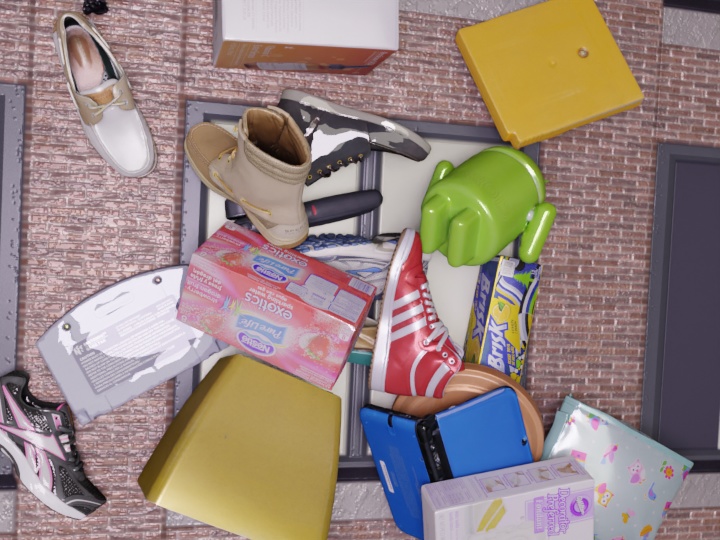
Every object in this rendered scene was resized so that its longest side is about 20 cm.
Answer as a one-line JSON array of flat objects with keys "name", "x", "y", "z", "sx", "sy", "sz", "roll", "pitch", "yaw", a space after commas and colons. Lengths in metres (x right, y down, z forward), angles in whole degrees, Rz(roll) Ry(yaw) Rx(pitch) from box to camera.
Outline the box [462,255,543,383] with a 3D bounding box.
[{"name": "box", "x": 0.181, "y": 0.082, "z": 1.055, "sx": 0.064, "sy": 0.070, "sz": 0.202, "roll": 12, "pitch": 90, "yaw": -13}]

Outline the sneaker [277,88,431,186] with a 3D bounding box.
[{"name": "sneaker", "x": -0.017, "y": -0.146, "z": 1.000, "sx": 0.198, "sy": 0.075, "sz": 0.107, "roll": 17, "pitch": 93, "yaw": -5}]

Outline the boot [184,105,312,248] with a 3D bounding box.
[{"name": "boot", "x": -0.129, "y": -0.135, "z": 0.896, "sx": 0.073, "sy": 0.156, "sz": 0.200, "roll": -35, "pitch": 69, "yaw": -24}]

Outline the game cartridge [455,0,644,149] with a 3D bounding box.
[{"name": "game cartridge", "x": 0.247, "y": -0.265, "z": 1.049, "sx": 0.199, "sy": 0.032, "sz": 0.177, "roll": -20, "pitch": 77, "yaw": -10}]

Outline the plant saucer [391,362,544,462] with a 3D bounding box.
[{"name": "plant saucer", "x": 0.133, "y": 0.212, "z": 1.017, "sx": 0.198, "sy": 0.032, "sz": 0.202, "roll": 5, "pitch": 114, "yaw": 11}]

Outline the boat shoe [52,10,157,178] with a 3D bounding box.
[{"name": "boat shoe", "x": -0.300, "y": -0.200, "z": 0.923, "sx": 0.074, "sy": 0.068, "sz": 0.201, "roll": -29, "pitch": 99, "yaw": -11}]

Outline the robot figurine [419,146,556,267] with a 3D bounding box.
[{"name": "robot figurine", "x": 0.155, "y": -0.083, "z": 0.998, "sx": 0.200, "sy": 0.175, "sz": 0.116, "roll": -37, "pitch": 140, "yaw": -39}]

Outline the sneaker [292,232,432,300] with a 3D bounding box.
[{"name": "sneaker", "x": 0.000, "y": 0.000, "z": 1.003, "sx": 0.198, "sy": 0.077, "sz": 0.086, "roll": 0, "pitch": 102, "yaw": -18}]

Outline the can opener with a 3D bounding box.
[{"name": "can opener", "x": -0.066, "y": -0.072, "z": 0.990, "sx": 0.198, "sy": 0.063, "sz": 0.079, "roll": -10, "pitch": 95, "yaw": -13}]

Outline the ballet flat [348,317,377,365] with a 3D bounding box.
[{"name": "ballet flat", "x": -0.039, "y": 0.085, "z": 1.015, "sx": 0.198, "sy": 0.069, "sz": 0.064, "roll": 8, "pitch": 63, "yaw": -17}]

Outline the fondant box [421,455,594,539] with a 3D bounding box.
[{"name": "fondant box", "x": 0.177, "y": 0.315, "z": 0.952, "sx": 0.198, "sy": 0.058, "sz": 0.146, "roll": -9, "pitch": 108, "yaw": -12}]

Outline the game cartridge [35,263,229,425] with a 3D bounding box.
[{"name": "game cartridge", "x": -0.275, "y": 0.080, "z": 0.960, "sx": 0.199, "sy": 0.041, "sz": 0.134, "roll": -28, "pitch": 102, "yaw": -11}]

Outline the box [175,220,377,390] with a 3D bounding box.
[{"name": "box", "x": -0.095, "y": 0.038, "z": 0.913, "sx": 0.199, "sy": 0.103, "sz": 0.095, "roll": 24, "pitch": 119, "yaw": 4}]

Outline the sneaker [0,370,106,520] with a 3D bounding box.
[{"name": "sneaker", "x": -0.361, "y": 0.199, "z": 0.923, "sx": 0.086, "sy": 0.080, "sz": 0.200, "roll": -43, "pitch": 102, "yaw": -10}]

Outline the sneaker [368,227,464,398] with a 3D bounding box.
[{"name": "sneaker", "x": 0.079, "y": 0.055, "z": 0.951, "sx": 0.111, "sy": 0.071, "sz": 0.202, "roll": 11, "pitch": 99, "yaw": 10}]

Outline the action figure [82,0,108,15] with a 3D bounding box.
[{"name": "action figure", "x": -0.314, "y": -0.400, "z": 0.893, "sx": 0.118, "sy": 0.102, "sz": 0.201, "roll": -28, "pitch": 101, "yaw": -18}]

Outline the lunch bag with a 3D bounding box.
[{"name": "lunch bag", "x": 0.315, "y": 0.278, "z": 1.074, "sx": 0.199, "sy": 0.122, "sz": 0.171, "roll": 28, "pitch": 87, "yaw": -19}]

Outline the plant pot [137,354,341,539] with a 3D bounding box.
[{"name": "plant pot", "x": -0.126, "y": 0.206, "z": 0.931, "sx": 0.199, "sy": 0.200, "sz": 0.178, "roll": 25, "pitch": 75, "yaw": -14}]

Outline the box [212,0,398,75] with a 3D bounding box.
[{"name": "box", "x": -0.069, "y": -0.299, "z": 0.932, "sx": 0.198, "sy": 0.152, "sz": 0.107, "roll": 0, "pitch": 92, "yaw": -13}]

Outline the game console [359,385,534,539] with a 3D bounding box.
[{"name": "game console", "x": 0.115, "y": 0.241, "z": 1.006, "sx": 0.118, "sy": 0.170, "sz": 0.201, "roll": -32, "pitch": 115, "yaw": -37}]
